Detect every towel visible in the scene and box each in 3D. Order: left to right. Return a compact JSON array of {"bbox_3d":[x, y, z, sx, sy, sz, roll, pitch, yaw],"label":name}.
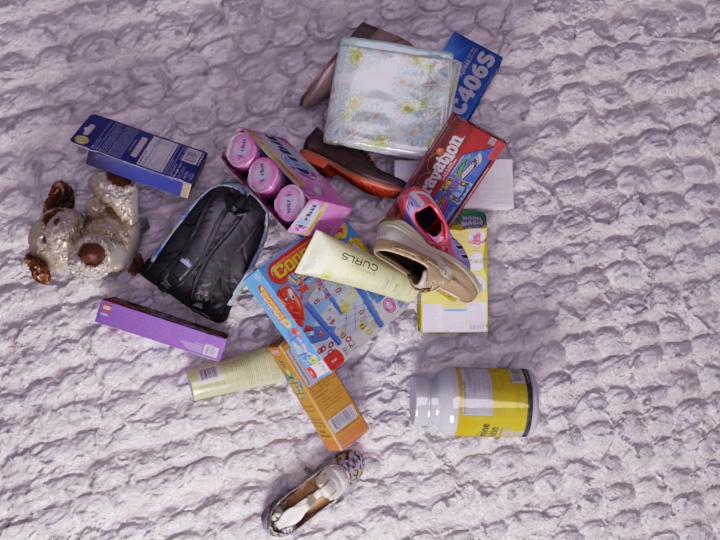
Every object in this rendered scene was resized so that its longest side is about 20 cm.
[{"bbox_3d":[0.051,-0.271,1.655,0.198,0.048,0.173,10,87,3],"label":"towel"}]

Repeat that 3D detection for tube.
[{"bbox_3d":[-0.180,0.163,1.702,0.198,0.052,0.058,-14,129,-13],"label":"tube"},{"bbox_3d":[0.000,0.000,1.632,0.199,0.052,0.059,19,72,-27],"label":"tube"}]

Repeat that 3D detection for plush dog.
[{"bbox_3d":[-0.440,-0.051,1.652,0.170,0.161,0.201,5,60,8],"label":"plush dog"}]

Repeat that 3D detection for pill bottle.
[{"bbox_3d":[0.183,0.214,1.700,0.198,0.112,0.113,2,89,-5],"label":"pill bottle"}]

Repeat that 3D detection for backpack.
[{"bbox_3d":[-0.228,-0.048,1.662,0.162,0.154,0.201,30,108,-2],"label":"backpack"}]

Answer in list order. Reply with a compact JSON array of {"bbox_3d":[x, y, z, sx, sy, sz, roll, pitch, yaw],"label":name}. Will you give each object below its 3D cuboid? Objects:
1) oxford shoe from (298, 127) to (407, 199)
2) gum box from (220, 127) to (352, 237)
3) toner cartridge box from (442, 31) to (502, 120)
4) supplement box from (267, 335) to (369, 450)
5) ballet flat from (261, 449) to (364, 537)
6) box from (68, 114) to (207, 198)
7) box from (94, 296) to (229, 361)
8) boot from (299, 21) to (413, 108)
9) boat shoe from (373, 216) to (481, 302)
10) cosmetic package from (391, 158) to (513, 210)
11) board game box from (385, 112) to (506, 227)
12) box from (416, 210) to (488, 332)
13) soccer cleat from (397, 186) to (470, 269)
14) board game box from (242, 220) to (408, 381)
[{"bbox_3d":[-0.004,-0.175,1.694,0.199,0.071,0.073,24,82,12],"label":"oxford shoe"},{"bbox_3d":[-0.119,-0.140,1.635,0.200,0.113,0.066,47,111,29],"label":"gum box"},{"bbox_3d":[0.145,-0.285,1.718,0.094,0.043,0.201,28,76,7],"label":"toner cartridge box"},{"bbox_3d":[-0.069,0.189,1.685,0.069,0.066,0.201,-31,95,-25],"label":"supplement box"},{"bbox_3d":[-0.073,0.366,1.695,0.200,0.072,0.072,-36,92,-5],"label":"ballet flat"},{"bbox_3d":[-0.352,-0.184,1.657,0.198,0.121,0.033,20,120,-5],"label":"box"},{"bbox_3d":[-0.307,0.090,1.643,0.198,0.137,0.039,18,88,-5],"label":"box"},{"bbox_3d":[0.014,-0.306,1.717,0.146,0.070,0.200,39,84,-4],"label":"boot"},{"bbox_3d":[0.099,-0.001,1.617,0.199,0.074,0.067,34,60,-16],"label":"boat shoe"},{"bbox_3d":[0.152,-0.140,1.736,0.198,0.051,0.083,-1,85,-5],"label":"cosmetic package"},{"bbox_3d":[0.133,-0.142,1.647,0.102,0.019,0.201,23,114,-22],"label":"board game box"},{"bbox_3d":[0.152,0.002,1.736,0.116,0.048,0.202,1,91,-4],"label":"box"},{"bbox_3d":[0.122,-0.046,1.643,0.066,0.077,0.201,-34,121,-1],"label":"soccer cleat"},{"bbox_3d":[-0.052,0.037,1.663,0.200,0.056,0.196,-38,94,-37],"label":"board game box"}]
